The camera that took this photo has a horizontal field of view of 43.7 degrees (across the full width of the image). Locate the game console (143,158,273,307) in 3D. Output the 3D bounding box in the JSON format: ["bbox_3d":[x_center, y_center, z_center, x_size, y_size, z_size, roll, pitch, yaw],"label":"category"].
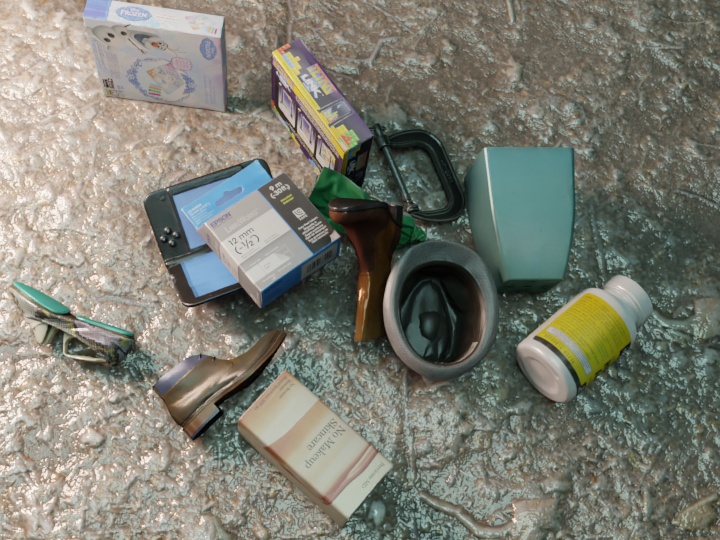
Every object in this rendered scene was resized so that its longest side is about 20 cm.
[{"bbox_3d":[-0.198,-0.061,1.326,0.200,0.118,0.171,-20,99,-15],"label":"game console"}]

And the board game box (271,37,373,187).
[{"bbox_3d":[-0.063,-0.231,1.391,0.057,0.165,0.200,-31,76,-17],"label":"board game box"}]

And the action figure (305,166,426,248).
[{"bbox_3d":[0.011,-0.082,1.385,0.200,0.118,0.055,22,38,-15],"label":"action figure"}]

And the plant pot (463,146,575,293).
[{"bbox_3d":[0.248,-0.070,1.385,0.141,0.141,0.200,0,76,-7],"label":"plant pot"}]

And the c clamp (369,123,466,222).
[{"bbox_3d":[0.077,-0.157,1.444,0.171,0.027,0.200,-17,72,-30],"label":"c clamp"}]

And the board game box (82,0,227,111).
[{"bbox_3d":[-0.306,-0.326,1.380,0.199,0.200,0.043,8,67,-4],"label":"board game box"}]

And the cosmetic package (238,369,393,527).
[{"bbox_3d":[-0.064,0.246,1.244,0.200,0.087,0.103,39,68,9],"label":"cosmetic package"}]

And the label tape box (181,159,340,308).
[{"bbox_3d":[-0.145,-0.067,1.289,0.143,0.066,0.200,-35,74,-19],"label":"label tape box"}]

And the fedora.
[{"bbox_3d":[0.110,0.064,1.328,0.177,0.090,0.200,-2,78,-15],"label":"fedora"}]

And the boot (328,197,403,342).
[{"bbox_3d":[0.000,0.000,1.274,0.068,0.188,0.200,7,92,18],"label":"boot"}]

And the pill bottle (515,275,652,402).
[{"bbox_3d":[0.338,0.096,1.338,0.200,0.111,0.111,-37,77,-18],"label":"pill bottle"}]

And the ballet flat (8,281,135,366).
[{"bbox_3d":[-0.422,0.083,1.280,0.200,0.072,0.072,24,68,4],"label":"ballet flat"}]

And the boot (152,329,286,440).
[{"bbox_3d":[-0.200,0.136,1.279,0.097,0.075,0.200,42,72,7],"label":"boot"}]
